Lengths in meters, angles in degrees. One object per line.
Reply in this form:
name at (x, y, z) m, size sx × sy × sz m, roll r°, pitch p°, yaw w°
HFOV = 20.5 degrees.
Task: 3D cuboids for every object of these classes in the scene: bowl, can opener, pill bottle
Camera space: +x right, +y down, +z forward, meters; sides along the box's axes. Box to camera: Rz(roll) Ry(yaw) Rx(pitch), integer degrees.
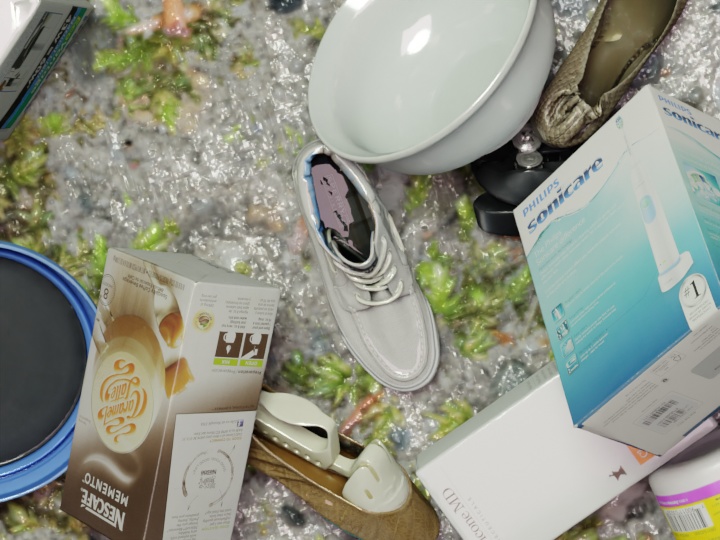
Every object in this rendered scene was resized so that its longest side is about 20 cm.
bowl at (0.066, -0.142, 1.412) m, size 0.201 × 0.201 × 0.090 m, roll -48°, pitch 129°, yaw 4°
can opener at (0.178, -0.078, 1.461) m, size 0.200 × 0.079 × 0.063 m, roll -10°, pitch 55°, yaw 0°
bowl at (-0.282, 0.072, 1.461) m, size 0.200 × 0.039 × 0.201 m, roll -4°, pitch 105°, yaw -14°
pill bottle at (0.295, 0.214, 1.447) m, size 0.104 × 0.104 × 0.200 m, roll -26°, pitch 93°, yaw 3°

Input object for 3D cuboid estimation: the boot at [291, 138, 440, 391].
boot at (0.000, 0.000, 1.446) m, size 0.073 × 0.096 × 0.200 m, roll -25°, pitch 93°, yaw 4°

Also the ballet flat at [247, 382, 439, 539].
ballet flat at (-0.023, 0.136, 1.464) m, size 0.200 × 0.072 × 0.068 m, roll 33°, pitch 50°, yaw 3°

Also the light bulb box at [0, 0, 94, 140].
light bulb box at (-0.312, -0.191, 1.391) m, size 0.198 × 0.200 × 0.125 m, roll 35°, pitch 96°, yaw -1°

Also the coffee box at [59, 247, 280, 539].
coffee box at (-0.138, 0.094, 1.435) m, size 0.080 × 0.114 × 0.200 m, roll 5°, pitch 99°, yaw -41°

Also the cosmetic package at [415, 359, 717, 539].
cosmetic package at (0.149, 0.125, 1.462) m, size 0.200 × 0.071 × 0.101 m, roll -36°, pitch 92°, yaw 4°

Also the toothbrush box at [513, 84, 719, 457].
toothbrush box at (0.198, 0.000, 1.352) m, size 0.085 × 0.200 × 0.146 m, roll 20°, pitch 130°, yaw -33°

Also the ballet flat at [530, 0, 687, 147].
ballet flat at (0.188, -0.172, 1.428) m, size 0.067 × 0.046 × 0.200 m, roll 38°, pitch 75°, yaw -12°
